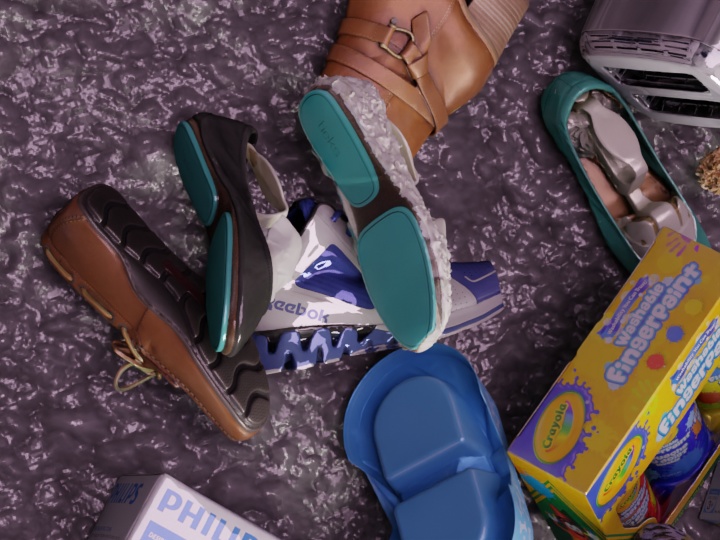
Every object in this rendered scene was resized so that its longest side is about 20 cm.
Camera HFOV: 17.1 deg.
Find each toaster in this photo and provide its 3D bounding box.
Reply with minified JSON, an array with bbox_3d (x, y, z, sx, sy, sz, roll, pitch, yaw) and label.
[{"bbox_3d":[0.251,-0.180,1.712,0.114,0.200,0.130,38,75,-35],"label":"toaster"}]

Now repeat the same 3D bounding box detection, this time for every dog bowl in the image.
[{"bbox_3d":[0.057,0.146,1.647,0.050,0.111,0.201,36,31,-50],"label":"dog bowl"}]

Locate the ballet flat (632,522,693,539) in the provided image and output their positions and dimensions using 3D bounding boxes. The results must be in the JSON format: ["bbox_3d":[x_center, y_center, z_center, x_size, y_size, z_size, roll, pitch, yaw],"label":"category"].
[{"bbox_3d":[0.219,0.248,1.606,0.072,0.072,0.201,12,53,-18],"label":"ballet flat"}]

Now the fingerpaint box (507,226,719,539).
[{"bbox_3d":[0.205,0.099,1.693,0.200,0.073,0.167,-53,148,-15],"label":"fingerpaint box"}]

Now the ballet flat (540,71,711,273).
[{"bbox_3d":[0.199,-0.057,1.749,0.067,0.070,0.201,-35,98,-5],"label":"ballet flat"}]

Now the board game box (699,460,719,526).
[{"bbox_3d":[0.373,0.175,1.780,0.199,0.105,0.104,24,80,-16],"label":"board game box"}]

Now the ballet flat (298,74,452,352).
[{"bbox_3d":[0.024,-0.045,1.627,0.071,0.072,0.201,-20,82,-19],"label":"ballet flat"}]

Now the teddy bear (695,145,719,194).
[{"bbox_3d":[0.324,-0.080,1.807,0.145,0.067,0.201,-34,104,-9],"label":"teddy bear"}]

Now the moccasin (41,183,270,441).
[{"bbox_3d":[-0.140,0.037,1.618,0.201,0.078,0.074,45,33,-2],"label":"moccasin"}]

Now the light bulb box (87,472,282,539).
[{"bbox_3d":[-0.111,0.267,1.594,0.198,0.125,0.201,31,77,-14],"label":"light bulb box"}]

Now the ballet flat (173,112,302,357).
[{"bbox_3d":[-0.077,-0.030,1.611,0.068,0.068,0.201,1,52,-19],"label":"ballet flat"}]

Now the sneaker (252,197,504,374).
[{"bbox_3d":[-0.001,0.000,1.672,0.198,0.081,0.116,-13,93,-18],"label":"sneaker"}]

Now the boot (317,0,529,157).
[{"bbox_3d":[0.008,-0.187,1.699,0.200,0.077,0.156,41,79,-20],"label":"boot"}]
